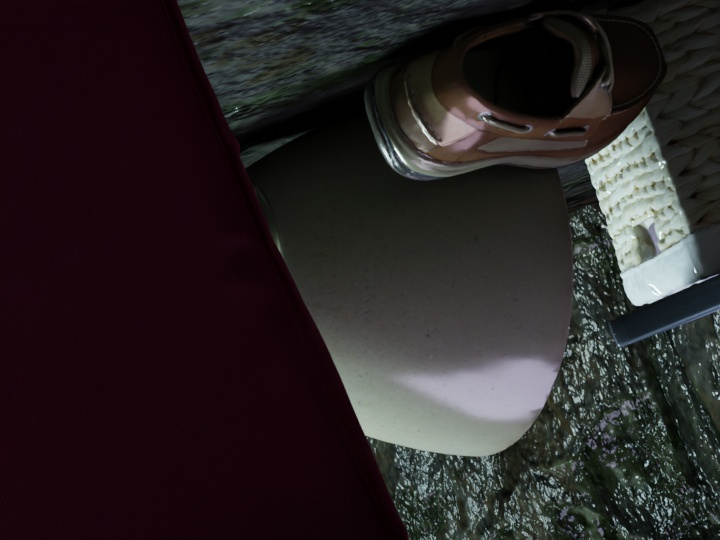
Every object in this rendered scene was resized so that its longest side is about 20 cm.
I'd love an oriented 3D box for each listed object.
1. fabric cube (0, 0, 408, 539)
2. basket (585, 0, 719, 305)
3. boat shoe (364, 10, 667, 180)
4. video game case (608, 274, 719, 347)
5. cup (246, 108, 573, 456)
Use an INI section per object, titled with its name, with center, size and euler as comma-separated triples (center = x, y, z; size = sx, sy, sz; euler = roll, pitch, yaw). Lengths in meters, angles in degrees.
[fabric cube]
center = -0.145, 0.044, 0.672
size = 0.196, 0.201, 0.199
euler = -19, 173, -36
[basket]
center = 0.234, -0.090, 1.338
size = 0.199, 0.162, 0.198
euler = -23, 177, -6
[boat shoe]
center = 0.092, -0.092, 1.134
size = 0.199, 0.076, 0.074
euler = -20, 173, -45
[video game case]
center = 0.242, -0.006, 1.255
size = 0.142, 0.019, 0.200
euler = -25, 173, 36
[cup]
center = 0.000, 0.000, 1.221
size = 0.142, 0.202, 0.200
euler = 1, 166, -28
